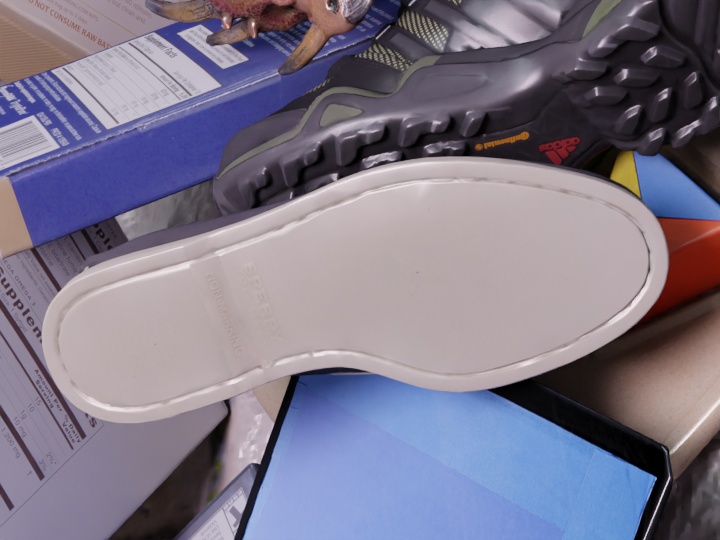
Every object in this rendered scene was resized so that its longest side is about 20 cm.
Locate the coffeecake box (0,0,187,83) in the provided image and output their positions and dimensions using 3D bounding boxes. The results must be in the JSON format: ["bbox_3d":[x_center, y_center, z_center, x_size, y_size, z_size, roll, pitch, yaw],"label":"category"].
[{"bbox_3d":[-0.111,-0.179,1.021,0.073,0.153,0.202,0,68,44],"label":"coffeecake box"}]

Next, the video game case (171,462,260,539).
[{"bbox_3d":[-0.048,0.183,0.866,0.143,0.019,0.201,-45,45,18],"label":"video game case"}]

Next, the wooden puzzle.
[{"bbox_3d":[0.050,0.007,0.843,0.200,0.046,0.185,-53,43,10],"label":"wooden puzzle"}]

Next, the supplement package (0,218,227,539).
[{"bbox_3d":[-0.155,0.067,0.892,0.113,0.110,0.200,-22,14,36],"label":"supplement package"}]

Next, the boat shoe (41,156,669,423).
[{"bbox_3d":[0.000,0.000,0.794,0.198,0.063,0.073,-11,104,17],"label":"boat shoe"}]

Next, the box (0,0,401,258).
[{"bbox_3d":[-0.050,-0.067,0.913,0.199,0.033,0.121,-23,21,-10],"label":"box"}]

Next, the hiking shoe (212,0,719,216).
[{"bbox_3d":[0.042,-0.067,0.826,0.199,0.076,0.101,-22,40,22],"label":"hiking shoe"}]

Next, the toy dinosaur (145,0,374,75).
[{"bbox_3d":[-0.028,-0.129,0.901,0.085,0.200,0.137,10,87,1],"label":"toy dinosaur"}]

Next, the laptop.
[{"bbox_3d":[-0.029,0.111,0.769,0.199,0.104,0.177,-26,30,-28],"label":"laptop"}]
